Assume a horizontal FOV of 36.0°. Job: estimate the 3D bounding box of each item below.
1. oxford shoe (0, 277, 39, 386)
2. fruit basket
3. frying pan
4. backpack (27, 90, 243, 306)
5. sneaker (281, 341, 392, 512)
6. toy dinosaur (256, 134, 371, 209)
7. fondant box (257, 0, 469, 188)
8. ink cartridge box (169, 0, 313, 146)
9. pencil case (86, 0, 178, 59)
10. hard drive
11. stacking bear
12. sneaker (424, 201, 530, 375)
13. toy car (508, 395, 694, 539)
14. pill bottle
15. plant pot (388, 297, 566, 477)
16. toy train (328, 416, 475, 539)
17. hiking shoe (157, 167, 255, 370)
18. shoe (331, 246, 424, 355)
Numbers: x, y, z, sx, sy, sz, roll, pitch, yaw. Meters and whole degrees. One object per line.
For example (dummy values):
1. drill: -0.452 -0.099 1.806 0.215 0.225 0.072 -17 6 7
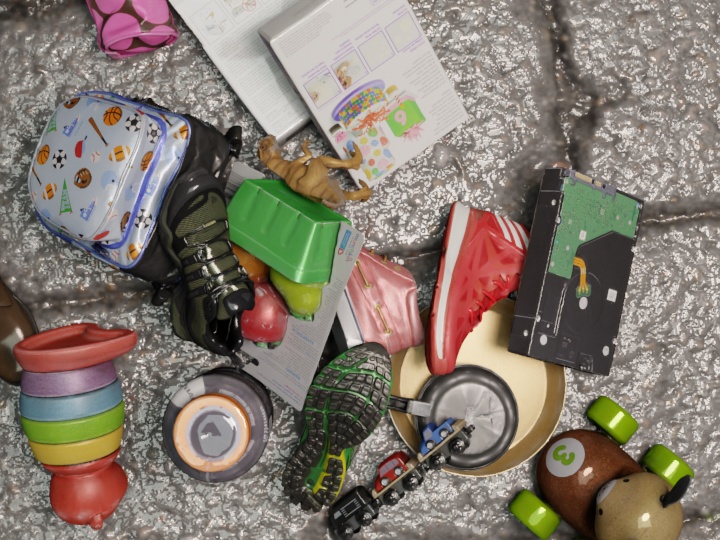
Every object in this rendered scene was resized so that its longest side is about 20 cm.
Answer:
1. oxford shoe: -0.402 0.034 1.168 0.073 0.084 0.200 -29 91 -5
2. fruit basket: -0.090 0.013 1.144 0.185 0.094 0.201 31 117 31
3. frying pan: 0.085 0.138 1.190 0.190 0.031 0.115 34 86 -4
4. backpack: -0.249 -0.093 1.131 0.190 0.154 0.201 21 84 40
5. sneaker: -0.024 0.151 1.154 0.078 0.085 0.200 28 117 1
6. toy dinosaur: -0.038 -0.084 1.105 0.106 0.200 0.061 -13 117 -27
7. fondant box: 0.005 -0.205 1.164 0.144 0.058 0.200 -35 119 -3
8. ink cartridge box: -0.088 -0.262 1.213 0.162 0.057 0.200 -37 86 -3
9. pencil case: -0.271 -0.326 1.186 0.093 0.091 0.201 -22 91 -3
10. hard drive: 0.231 0.003 1.185 0.139 0.038 0.201 15 86 -39
11. stacking bear: -0.293 0.167 1.157 0.113 0.121 0.201 -15 104 -43
12. sneaker: 0.135 0.022 1.169 0.115 0.078 0.201 11 67 2
13. toy car: 0.266 0.238 1.133 0.158 0.200 0.164 41 86 -1
14. pill bottle: -0.142 0.154 1.117 0.106 0.200 0.107 0 87 -3
15. plant pot: 0.125 0.125 1.218 0.199 0.027 0.201 0 87 -2
16. toy train: 0.041 0.217 1.178 0.200 0.034 0.046 -41 81 19
17. hiking shoe: -0.136 -0.003 1.071 0.101 0.201 0.076 28 43 35
18. shoe: 0.000 0.000 1.190 0.091 0.072 0.201 -15 74 -14
